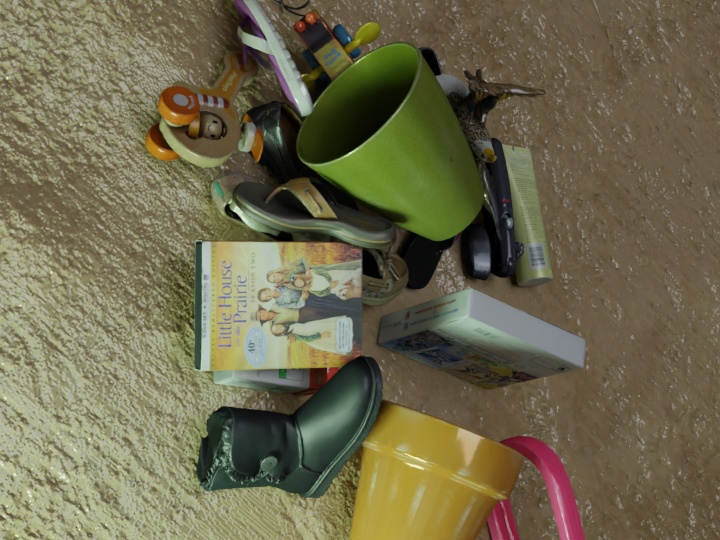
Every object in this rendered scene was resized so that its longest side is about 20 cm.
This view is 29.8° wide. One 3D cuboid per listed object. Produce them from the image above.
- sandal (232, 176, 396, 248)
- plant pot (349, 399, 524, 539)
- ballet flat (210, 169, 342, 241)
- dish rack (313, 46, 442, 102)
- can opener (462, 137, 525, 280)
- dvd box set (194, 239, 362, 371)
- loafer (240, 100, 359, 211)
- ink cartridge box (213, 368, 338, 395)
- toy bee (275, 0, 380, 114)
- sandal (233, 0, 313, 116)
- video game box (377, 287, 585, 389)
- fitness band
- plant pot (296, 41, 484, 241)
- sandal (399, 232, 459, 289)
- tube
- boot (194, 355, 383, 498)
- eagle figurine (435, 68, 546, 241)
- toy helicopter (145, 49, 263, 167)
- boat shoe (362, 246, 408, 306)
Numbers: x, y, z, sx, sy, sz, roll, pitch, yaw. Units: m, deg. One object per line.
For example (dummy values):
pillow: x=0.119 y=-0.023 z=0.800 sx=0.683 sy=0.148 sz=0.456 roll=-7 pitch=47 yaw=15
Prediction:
sandal: x=-0.049 y=-0.075 z=1.561 sx=0.197 sy=0.055 sz=0.082 roll=15 pitch=25 yaw=-6
plant pot: x=0.073 y=0.274 z=1.615 sx=0.199 sy=0.199 sz=0.185 roll=25 pitch=80 yaw=-30
ballet flat: x=-0.092 y=-0.055 z=1.629 sx=0.198 sy=0.069 sz=0.067 roll=22 pitch=22 yaw=-24
dish rack: x=0.032 y=-0.202 z=1.772 sx=0.198 sy=0.054 sz=0.155 roll=-15 pitch=87 yaw=-38
can opener: x=0.185 y=-0.085 z=1.853 sx=0.078 sy=0.063 sz=0.203 roll=12 pitch=72 yaw=-34
dvd box set: x=-0.092 y=0.039 z=1.542 sx=0.198 sy=0.029 sz=0.149 roll=1 pitch=91 yaw=-25
loafer: x=-0.064 y=-0.124 z=1.668 sx=0.200 sy=0.072 sz=0.073 roll=46 pitch=55 yaw=-20
ink cartridge box: x=-0.078 y=0.090 z=1.619 sx=0.198 sy=0.050 sz=0.111 roll=11 pitch=72 yaw=-34
toy bee: x=-0.050 y=-0.274 z=1.675 sx=0.199 sy=0.109 sz=0.132 roll=34 pitch=96 yaw=9
sandal: x=-0.120 y=-0.266 z=1.632 sx=0.049 sy=0.083 sz=0.204 roll=-28 pitch=62 yaw=-6
video game box: x=0.153 y=0.090 z=1.711 sx=0.198 sy=0.181 sz=0.047 roll=24 pitch=62 yaw=-31
fitness band: x=0.219 y=0.312 z=1.731 sx=0.037 sy=0.143 sz=0.203 roll=-13 pitch=86 yaw=-36
plant pot: x=0.057 y=-0.135 z=1.615 sx=0.200 sy=0.186 sz=0.189 roll=44 pitch=57 yaw=-30
sandal: x=0.109 y=-0.063 z=1.798 sx=0.075 sy=0.045 sz=0.202 roll=40 pitch=59 yaw=-30
tube: x=0.230 y=-0.080 z=1.900 sx=0.051 sy=0.058 sz=0.203 roll=-9 pitch=78 yaw=5
boot: x=-0.083 y=0.175 z=1.526 sx=0.167 sy=0.201 sz=0.077 roll=12 pitch=29 yaw=-36
eagle figurine: x=0.139 y=-0.151 z=1.749 sx=0.150 sy=0.202 sz=0.151 roll=18 pitch=21 yaw=6
toy helicopter: x=-0.161 y=-0.193 z=1.603 sx=0.131 sy=0.079 sz=0.201 roll=27 pitch=45 yaw=-4
boat shoe: x=0.000 y=0.000 z=1.665 sx=0.073 sy=0.063 sz=0.199 roll=47 pitch=31 yaw=23
